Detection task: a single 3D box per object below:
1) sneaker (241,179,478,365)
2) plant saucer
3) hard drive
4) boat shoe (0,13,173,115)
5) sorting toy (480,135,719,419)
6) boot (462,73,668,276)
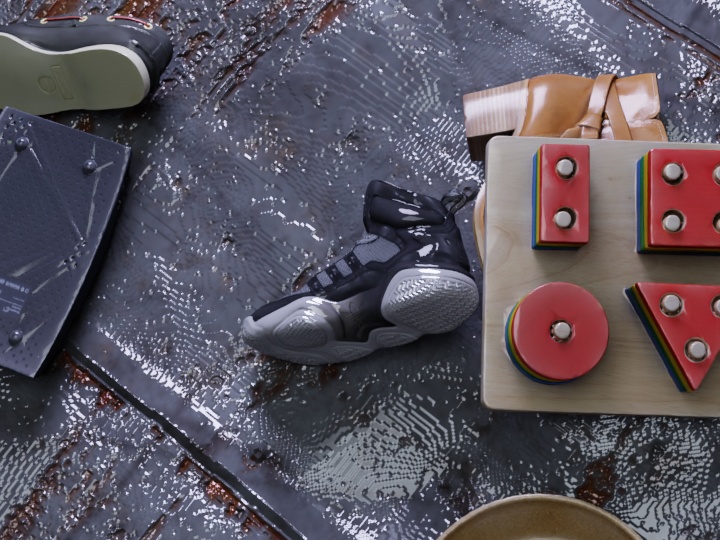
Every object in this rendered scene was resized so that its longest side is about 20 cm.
[{"bbox_3d":[0.000,0.000,1.476,0.199,0.075,0.114,-15,58,29],"label":"sneaker"},{"bbox_3d":[0.129,0.261,1.384,0.199,0.035,0.201,-4,74,14],"label":"plant saucer"},{"bbox_3d":[-0.269,-0.021,1.570,0.134,0.042,0.201,18,79,18],"label":"hard drive"},{"bbox_3d":[-0.247,-0.172,1.602,0.201,0.074,0.063,4,36,26],"label":"boat shoe"},{"bbox_3d":[0.190,0.002,1.390,0.199,0.070,0.200,2,83,-3],"label":"sorting toy"},{"bbox_3d":[0.161,-0.056,1.459,0.154,0.074,0.201,-6,76,7],"label":"boot"}]
